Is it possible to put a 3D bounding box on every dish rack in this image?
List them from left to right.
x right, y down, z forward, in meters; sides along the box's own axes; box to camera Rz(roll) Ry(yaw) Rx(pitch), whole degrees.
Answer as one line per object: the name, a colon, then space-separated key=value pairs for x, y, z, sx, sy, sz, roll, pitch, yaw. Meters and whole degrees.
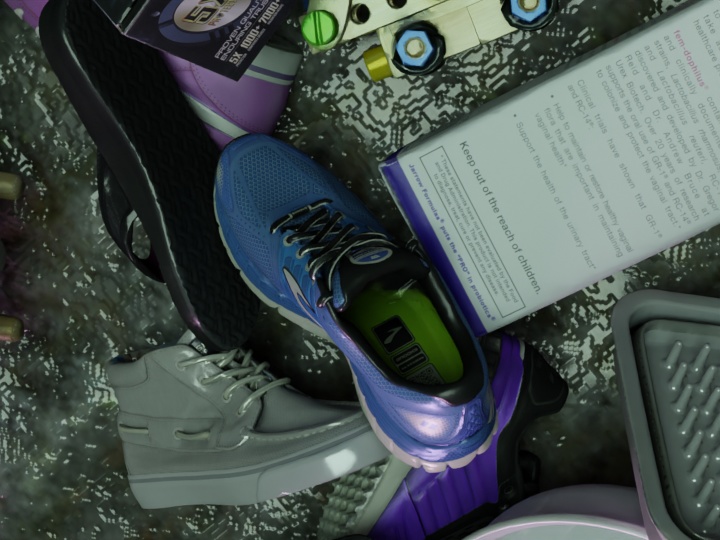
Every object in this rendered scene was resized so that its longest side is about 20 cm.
dish rack: x=0.218 y=0.090 z=0.712 sx=0.200 sy=0.172 sz=0.044 roll=8 pitch=134 yaw=-9

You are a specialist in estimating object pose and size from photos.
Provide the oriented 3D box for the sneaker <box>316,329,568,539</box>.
sneaker: x=0.047 y=0.122 z=0.810 sx=0.099 sy=0.070 sz=0.200 roll=25 pitch=112 yaw=-11

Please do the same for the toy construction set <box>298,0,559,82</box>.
toy construction set: x=0.034 y=-0.170 z=0.749 sx=0.200 sy=0.092 sz=0.131 roll=-19 pitch=96 yaw=25

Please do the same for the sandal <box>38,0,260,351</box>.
sandal: x=-0.109 y=-0.050 z=0.762 sx=0.048 sy=0.075 sz=0.201 roll=-16 pitch=105 yaw=35

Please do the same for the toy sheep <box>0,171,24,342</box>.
toy sheep: x=-0.259 y=-0.002 z=0.820 sx=0.138 sy=0.138 sz=0.200 roll=10 pitch=109 yaw=10

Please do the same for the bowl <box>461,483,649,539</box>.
bowl: x=0.138 y=0.183 z=0.775 sx=0.201 sy=0.090 sz=0.201 roll=12 pitch=123 yaw=20

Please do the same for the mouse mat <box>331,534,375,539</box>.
mouse mat: x=0.015 y=0.232 z=0.815 sx=0.161 sy=0.008 sz=0.200 roll=-27 pitch=106 yaw=47

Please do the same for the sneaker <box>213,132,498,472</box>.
sneaker: x=0.000 y=0.000 z=0.715 sx=0.079 sy=0.089 sz=0.200 roll=-35 pitch=68 yaw=-20

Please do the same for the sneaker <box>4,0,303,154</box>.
sneaker: x=-0.143 y=-0.109 z=0.803 sx=0.200 sy=0.073 sz=0.114 roll=27 pitch=108 yaw=5

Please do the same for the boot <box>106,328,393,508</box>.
boot: x=-0.069 y=0.071 z=0.791 sx=0.200 sy=0.074 sz=0.096 roll=-15 pitch=94 yaw=42

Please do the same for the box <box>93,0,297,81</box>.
box: x=-0.091 y=-0.221 z=0.718 sx=0.164 sy=0.086 sz=0.200 roll=-51 pitch=58 yaw=16

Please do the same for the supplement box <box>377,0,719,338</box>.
supplement box: x=0.126 y=-0.060 z=0.740 sx=0.200 sy=0.101 sz=0.103 roll=-28 pitch=94 yaw=16
